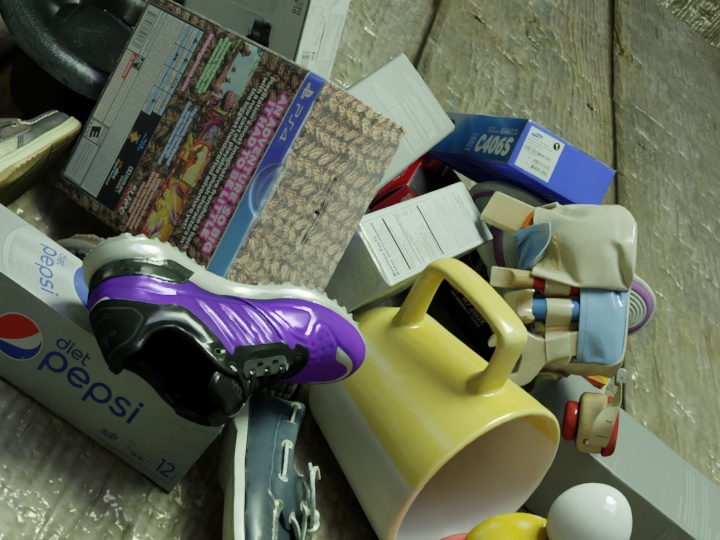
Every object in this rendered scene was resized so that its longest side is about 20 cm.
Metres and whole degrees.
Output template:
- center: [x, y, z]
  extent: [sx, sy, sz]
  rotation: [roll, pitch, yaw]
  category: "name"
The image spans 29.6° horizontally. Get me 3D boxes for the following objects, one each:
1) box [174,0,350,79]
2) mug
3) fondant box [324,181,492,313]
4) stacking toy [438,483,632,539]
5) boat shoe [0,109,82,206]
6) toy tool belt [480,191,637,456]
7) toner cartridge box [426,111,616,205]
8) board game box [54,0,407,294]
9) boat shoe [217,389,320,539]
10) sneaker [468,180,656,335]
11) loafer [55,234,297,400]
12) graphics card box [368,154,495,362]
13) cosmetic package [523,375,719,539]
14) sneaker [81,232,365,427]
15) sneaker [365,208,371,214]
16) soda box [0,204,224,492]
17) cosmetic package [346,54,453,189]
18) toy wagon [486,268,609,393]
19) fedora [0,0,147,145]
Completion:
- center: [-0.113, -0.235, 1.237]
  extent: [0.199, 0.118, 0.060]
  rotation: [24, 18, 28]
  category: "box"
- center: [0.051, 0.093, 0.979]
  extent: [0.153, 0.187, 0.149]
  rotation: [48, 10, 34]
  category: "mug"
- center: [0.000, 0.000, 1.068]
  extent: [0.059, 0.144, 0.200]
  rotation: [62, 29, 4]
  category: "fondant box"
- center: [0.089, 0.195, 0.833]
  extent: [0.145, 0.200, 0.147]
  rotation: [31, 27, -18]
  category: "stacking toy"
- center: [-0.258, -0.078, 0.935]
  extent: [0.065, 0.073, 0.200]
  rotation: [44, 26, -4]
  category: "boat shoe"
- center: [0.147, 0.040, 1.076]
  extent: [0.121, 0.202, 0.125]
  rotation: [6, -12, 6]
  category: "toy tool belt"
- center: [0.132, -0.097, 1.195]
  extent: [0.094, 0.043, 0.200]
  rotation: [29, -2, -21]
  category: "toner cartridge box"
- center: [-0.095, -0.079, 0.961]
  extent: [0.199, 0.160, 0.097]
  rotation: [32, 6, 38]
  category: "board game box"
- center: [-0.057, 0.146, 0.857]
  extent: [0.061, 0.076, 0.200]
  rotation: [8, 26, -10]
  category: "boat shoe"
- center: [0.165, -0.014, 1.196]
  extent: [0.199, 0.075, 0.100]
  rotation: [35, 15, -18]
  category: "sneaker"
- center: [-0.135, 0.035, 0.944]
  extent: [0.199, 0.073, 0.071]
  rotation: [33, 16, -25]
  category: "loafer"
- center: [0.096, -0.014, 1.280]
  extent: [0.201, 0.051, 0.126]
  rotation: [53, 24, -10]
  category: "graphics card box"
- center: [0.214, 0.183, 1.146]
  extent: [0.199, 0.090, 0.107]
  rotation: [37, 29, -2]
  category: "cosmetic package"
- center: [-0.079, 0.055, 0.834]
  extent: [0.199, 0.070, 0.100]
  rotation: [18, 41, -33]
  category: "sneaker"
- center: [-0.033, -0.087, 1.245]
  extent: [0.199, 0.071, 0.073]
  rotation: [29, 28, -26]
  category: "sneaker"
- center: [-0.175, 0.047, 0.860]
  extent: [0.199, 0.068, 0.064]
  rotation: [36, 27, -9]
  category: "soda box"
- center: [-0.024, -0.089, 1.121]
  extent: [0.090, 0.107, 0.200]
  rotation: [53, 46, -7]
  category: "cosmetic package"
- center: [0.160, 0.026, 1.240]
  extent: [0.201, 0.039, 0.155]
  rotation: [54, 29, -7]
  category: "toy wagon"
- center: [-0.219, -0.164, 1.094]
  extent: [0.200, 0.092, 0.201]
  rotation: [31, 28, -19]
  category: "fedora"
